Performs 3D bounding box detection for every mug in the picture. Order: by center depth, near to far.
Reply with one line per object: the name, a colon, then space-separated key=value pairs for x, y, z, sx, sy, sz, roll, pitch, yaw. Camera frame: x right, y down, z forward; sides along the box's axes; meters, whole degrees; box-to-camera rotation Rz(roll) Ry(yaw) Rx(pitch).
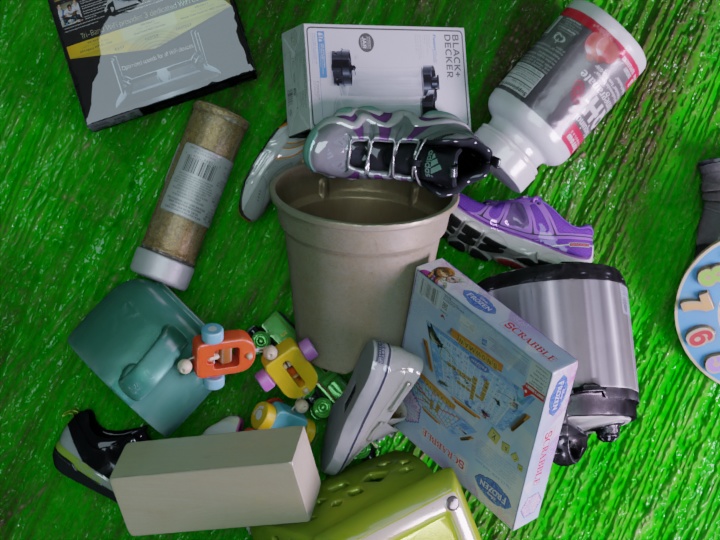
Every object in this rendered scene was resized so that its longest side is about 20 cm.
mug: x=-0.211 y=0.090 z=1.686 sx=0.115 sy=0.185 sz=0.152 roll=-46 pitch=132 yaw=-5

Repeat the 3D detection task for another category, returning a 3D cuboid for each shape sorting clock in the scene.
shape sorting clock: x=0.440 y=0.048 z=1.726 sx=0.197 sy=0.039 sz=0.202 roll=4 pitch=114 yaw=8

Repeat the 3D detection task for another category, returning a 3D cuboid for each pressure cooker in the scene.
pressure cooker: x=0.206 y=0.104 z=1.680 sx=0.174 sy=0.178 sz=0.203 roll=2 pitch=76 yaw=-32

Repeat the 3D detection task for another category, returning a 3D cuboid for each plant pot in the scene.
plant pot: x=0.027 y=0.313 z=1.644 sx=0.197 sy=0.181 sz=0.202 roll=-23 pitch=95 yaw=-24
plant pot: x=0.000 y=0.000 z=1.686 sx=0.198 sy=0.201 sz=0.186 roll=2 pitch=114 yaw=-1

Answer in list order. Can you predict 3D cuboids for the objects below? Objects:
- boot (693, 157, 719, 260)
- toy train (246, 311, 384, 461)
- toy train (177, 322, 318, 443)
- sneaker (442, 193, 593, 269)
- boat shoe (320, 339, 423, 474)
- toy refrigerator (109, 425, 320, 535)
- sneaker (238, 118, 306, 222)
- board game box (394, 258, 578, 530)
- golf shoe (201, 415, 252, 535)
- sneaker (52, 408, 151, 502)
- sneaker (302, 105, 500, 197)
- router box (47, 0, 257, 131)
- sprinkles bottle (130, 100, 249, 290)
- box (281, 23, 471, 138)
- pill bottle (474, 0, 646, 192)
boot: x=0.468 y=-0.059 z=1.761 sx=0.197 sy=0.070 sz=0.133 roll=9 pitch=82 yaw=-5
toy train: x=-0.045 y=0.127 z=1.757 sx=0.056 sy=0.042 sz=0.200 roll=-43 pitch=89 yaw=-13
toy train: x=-0.118 y=0.126 z=1.668 sx=0.148 sy=0.056 sz=0.202 roll=-13 pitch=125 yaw=-16
sneaker: x=0.164 y=-0.052 z=1.761 sx=0.198 sy=0.081 sz=0.084 roll=21 pitch=71 yaw=-7
boat shoe: x=0.013 y=0.150 z=1.662 sx=0.069 sy=0.201 sz=0.071 roll=13 pitch=42 yaw=-13
toy refrigerator: x=-0.147 y=0.214 z=1.630 sx=0.197 sy=0.070 sz=0.077 roll=-8 pitch=119 yaw=15
sneaker: x=-0.057 y=-0.129 z=1.752 sx=0.092 sy=0.076 sz=0.201 roll=35 pitch=88 yaw=-4
board game box: x=0.118 y=0.124 z=1.610 sx=0.041 sy=0.201 sz=0.200 roll=-19 pitch=43 yaw=-36
golf shoe: x=-0.101 y=0.242 z=1.734 sx=0.200 sy=0.075 sz=0.092 roll=43 pitch=84 yaw=0
sneaker: x=-0.240 y=0.211 z=1.728 sx=0.198 sy=0.072 sz=0.084 roll=25 pitch=94 yaw=0
sneaker: x=0.051 y=-0.117 z=1.630 sx=0.198 sy=0.140 sz=0.079 roll=-9 pitch=115 yaw=-25
router box: x=-0.230 y=-0.260 z=1.762 sx=0.198 sy=0.052 sz=0.159 roll=-18 pitch=87 yaw=-2
sprinkles bottle: x=-0.186 y=-0.082 z=1.748 sx=0.068 sy=0.068 sz=0.202 roll=21 pitch=87 yaw=0
box: x=0.019 y=-0.204 z=1.722 sx=0.198 sy=0.060 sz=0.118 roll=-1 pitch=86 yaw=-27
pill bottle: x=0.209 y=-0.186 z=1.738 sx=0.111 sy=0.111 sz=0.200 roll=41 pitch=88 yaw=1
